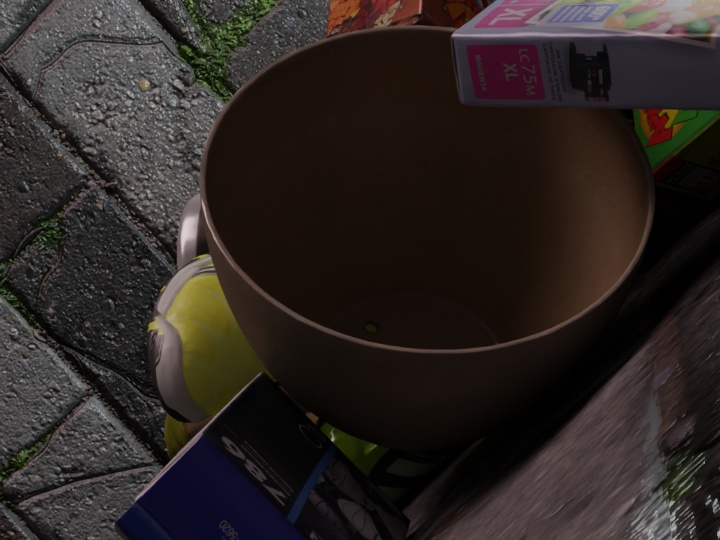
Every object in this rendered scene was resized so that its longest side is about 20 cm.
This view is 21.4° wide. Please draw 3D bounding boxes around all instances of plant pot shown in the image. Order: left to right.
[{"bbox_3d":[0.027,0.004,0.876,0.200,0.199,0.135,-43,-28,-33],"label":"plant pot"}]

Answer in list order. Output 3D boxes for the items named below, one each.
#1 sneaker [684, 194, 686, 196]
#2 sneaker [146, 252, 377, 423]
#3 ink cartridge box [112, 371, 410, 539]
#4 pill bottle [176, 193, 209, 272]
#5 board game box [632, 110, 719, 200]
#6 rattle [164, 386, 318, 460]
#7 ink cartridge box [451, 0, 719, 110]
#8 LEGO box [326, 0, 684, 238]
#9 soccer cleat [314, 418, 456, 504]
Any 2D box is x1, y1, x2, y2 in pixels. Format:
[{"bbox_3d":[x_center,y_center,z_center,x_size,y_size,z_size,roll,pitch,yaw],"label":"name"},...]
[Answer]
[{"bbox_3d":[0.146,-0.063,1.132,0.081,0.088,0.200,-43,0,-33],"label":"sneaker"},{"bbox_3d":[-0.032,0.016,0.972,0.076,0.076,0.200,-5,18,38],"label":"sneaker"},{"bbox_3d":[-0.032,0.101,0.764,0.039,0.099,0.200,-44,1,9],"label":"ink cartridge box"},{"bbox_3d":[0.000,0.000,1.128,0.198,0.116,0.114,-6,7,9],"label":"pill bottle"},{"bbox_3d":[0.182,-0.151,0.995,0.102,0.047,0.202,-43,43,49],"label":"board game box"},{"bbox_3d":[-0.005,0.120,1.067,0.199,0.144,0.130,11,-48,-41],"label":"rattle"},{"bbox_3d":[0.152,-0.107,0.817,0.198,0.042,0.119,7,31,33],"label":"ink cartridge box"},{"bbox_3d":[0.079,-0.114,1.011,0.077,0.199,0.150,-31,39,36],"label":"LEGO box"},{"bbox_3d":[0.007,0.090,0.977,0.200,0.067,0.081,-44,-12,-14],"label":"soccer cleat"}]
